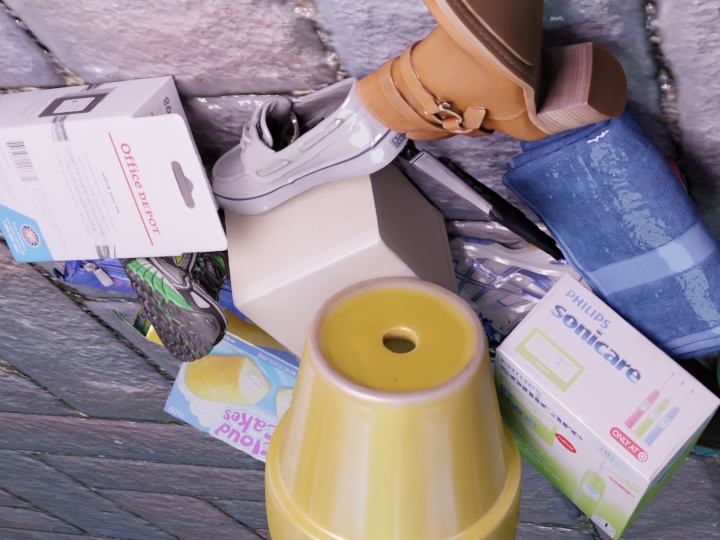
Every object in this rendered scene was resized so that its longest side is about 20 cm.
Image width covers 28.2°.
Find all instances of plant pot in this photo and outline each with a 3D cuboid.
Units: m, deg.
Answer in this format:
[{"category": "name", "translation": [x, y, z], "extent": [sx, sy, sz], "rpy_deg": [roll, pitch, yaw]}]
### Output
[{"category": "plant pot", "translation": [0.026, 0.117, 1.063], "extent": [0.198, 0.202, 0.190], "rpy_deg": [7, 130, 6]}]

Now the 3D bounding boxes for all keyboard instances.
[{"category": "keyboard", "translation": [0.080, -0.058, 1.029], "extent": [0.127, 0.021, 0.200], "rpy_deg": [35, -175, 21]}]

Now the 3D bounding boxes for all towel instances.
[{"category": "towel", "translation": [0.195, -0.021, 1.016], "extent": [0.111, 0.049, 0.201], "rpy_deg": [-19, 115, 46]}]

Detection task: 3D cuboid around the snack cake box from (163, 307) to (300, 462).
[{"category": "snack cake box", "translation": [-0.070, 0.118, 1.337], "extent": [0.198, 0.067, 0.116], "rpy_deg": [27, 119, 0]}]

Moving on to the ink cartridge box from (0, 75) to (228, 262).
[{"category": "ink cartridge box", "translation": [-0.184, -0.074, 1.065], "extent": [0.198, 0.067, 0.117], "rpy_deg": [-2, 122, 26]}]

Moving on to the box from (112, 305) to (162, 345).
[{"category": "box", "translation": [-0.150, 0.070, 1.442], "extent": [0.198, 0.049, 0.117], "rpy_deg": [22, 177, -16]}]

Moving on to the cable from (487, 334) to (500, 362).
[{"category": "cable", "translation": [0.119, 0.093, 1.349], "extent": [0.198, 0.051, 0.163], "rpy_deg": [21, 150, -18]}]

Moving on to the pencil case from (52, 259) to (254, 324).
[{"category": "pencil case", "translation": [-0.167, -0.008, 1.268], "extent": [0.198, 0.087, 0.079], "rpy_deg": [14, 125, -13]}]

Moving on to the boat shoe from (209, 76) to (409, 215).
[{"category": "boat shoe", "translation": [-0.052, -0.093, 1.031], "extent": [0.199, 0.072, 0.066], "rpy_deg": [-8, 139, 48]}]

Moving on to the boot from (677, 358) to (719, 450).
[{"category": "boot", "translation": [0.263, 0.086, 1.266], "extent": [0.199, 0.075, 0.097], "rpy_deg": [32, 165, 36]}]

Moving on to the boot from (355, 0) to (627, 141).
[{"category": "boot", "translation": [0.053, -0.131, 0.890], "extent": [0.154, 0.074, 0.199], "rpy_deg": [-5, 152, 41]}]

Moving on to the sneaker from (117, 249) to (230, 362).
[{"category": "sneaker", "translation": [-0.135, 0.001, 1.099], "extent": [0.085, 0.200, 0.079], "rpy_deg": [-28, 118, -7]}]

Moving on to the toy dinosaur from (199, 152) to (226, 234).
[{"category": "toy dinosaur", "translation": [-0.102, -0.049, 1.201], "extent": [0.087, 0.048, 0.200], "rpy_deg": [-12, 146, 36]}]

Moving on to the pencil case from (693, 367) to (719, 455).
[{"category": "pencil case", "translation": [0.419, 0.134, 1.382], "extent": [0.198, 0.086, 0.093], "rpy_deg": [-5, 139, 34]}]

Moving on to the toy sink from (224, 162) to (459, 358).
[{"category": "toy sink", "translation": [0.000, 0.000, 1.141], "extent": [0.129, 0.113, 0.200], "rpy_deg": [-24, 143, 21]}]

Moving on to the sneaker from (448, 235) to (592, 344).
[{"category": "sneaker", "translation": [0.113, 0.024, 1.228], "extent": [0.198, 0.089, 0.075], "rpy_deg": [1, 159, 23]}]

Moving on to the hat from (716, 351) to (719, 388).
[{"category": "hat", "translation": [0.357, 0.028, 1.234], "extent": [0.164, 0.177, 0.202], "rpy_deg": [14, 119, -16]}]

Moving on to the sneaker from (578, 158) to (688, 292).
[{"category": "sneaker", "translation": [0.215, -0.018, 1.108], "extent": [0.080, 0.075, 0.201], "rpy_deg": [24, 147, 17]}]

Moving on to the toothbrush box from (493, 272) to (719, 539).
[{"category": "toothbrush box", "translation": [0.179, 0.110, 1.101], "extent": [0.145, 0.086, 0.200], "rpy_deg": [42, 164, 16]}]
